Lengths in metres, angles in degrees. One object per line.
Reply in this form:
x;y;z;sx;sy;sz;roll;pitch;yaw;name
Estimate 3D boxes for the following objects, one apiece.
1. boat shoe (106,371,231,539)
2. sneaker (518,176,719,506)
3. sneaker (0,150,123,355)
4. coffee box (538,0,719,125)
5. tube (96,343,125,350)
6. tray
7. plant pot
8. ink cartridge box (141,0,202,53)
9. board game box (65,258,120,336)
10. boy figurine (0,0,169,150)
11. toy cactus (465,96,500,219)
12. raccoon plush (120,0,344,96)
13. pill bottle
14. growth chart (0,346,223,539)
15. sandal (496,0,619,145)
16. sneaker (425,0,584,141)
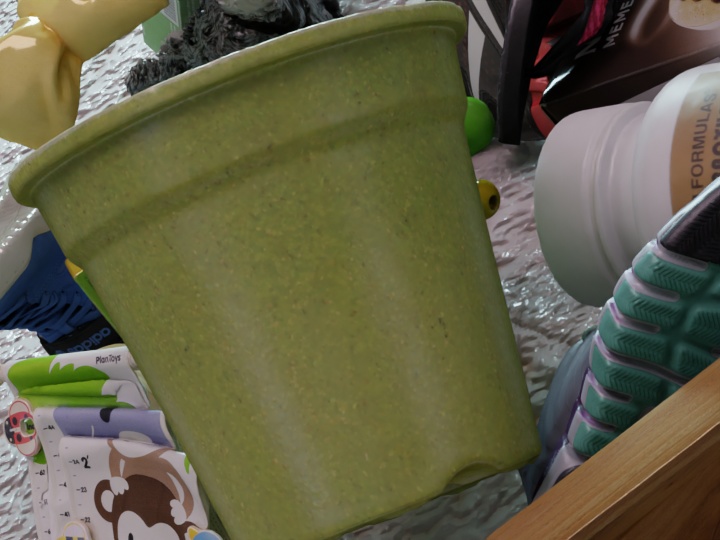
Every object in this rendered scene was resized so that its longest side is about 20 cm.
-0.073;0.108;1.140;0.063;0.073;0.200;-39;50;-14;boat shoe
0.115;0.026;1.048;0.200;0.074;0.088;-60;23;19;sneaker
-0.160;0.014;1.338;0.077;0.111;0.200;-24;18;22;sneaker
0.193;-0.113;1.178;0.200;0.080;0.113;-18;36;44;coffee box
-0.091;0.110;1.225;0.200;0.052;0.058;54;129;51;tube
0.155;0.080;0.978;0.200;0.099;0.037;-37;31;-1;tray
-0.018;0.015;1.044;0.200;0.185;0.200;-21;-5;-2;plant pot
-0.052;-0.218;1.523;0.048;0.146;0.200;42;76;13;ink cartridge box
-0.045;-0.030;1.310;0.200;0.096;0.030;-37;33;-1;board game box
-0.135;-0.151;1.374;0.124;0.064;0.200;10;63;50;boy figurine
0.000;0.000;1.222;0.165;0.102;0.201;-71;0;-78;toy cactus
-0.089;-0.127;1.413;0.134;0.200;0.097;-29;66;13;raccoon plush
0.178;-0.034;1.089;0.199;0.114;0.115;-5;44;40;pill bottle
-0.105;0.127;1.124;0.018;0.201;0.144;-6;-7;-45;growth chart
0.105;-0.148;1.192;0.045;0.075;0.201;18;68;8;sandal
0.068;-0.155;1.280;0.098;0.201;0.071;-5;10;36;sneaker
